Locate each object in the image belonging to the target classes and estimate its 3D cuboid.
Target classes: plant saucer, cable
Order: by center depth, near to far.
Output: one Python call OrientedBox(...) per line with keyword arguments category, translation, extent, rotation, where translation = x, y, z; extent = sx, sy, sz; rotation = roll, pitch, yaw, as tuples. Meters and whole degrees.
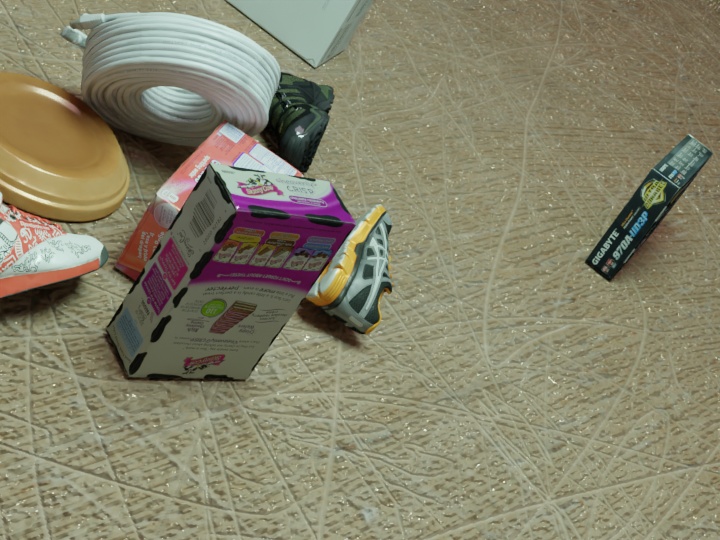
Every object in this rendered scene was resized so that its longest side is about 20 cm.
OrientedBox(category="plant saucer", translation=(-0.311, -0.128, 1.468), extent=(0.199, 0.038, 0.201), rotation=(25, 31, -16))
OrientedBox(category="cable", translation=(-0.184, -0.191, 1.538), extent=(0.200, 0.199, 0.070), rotation=(39, 53, -55))

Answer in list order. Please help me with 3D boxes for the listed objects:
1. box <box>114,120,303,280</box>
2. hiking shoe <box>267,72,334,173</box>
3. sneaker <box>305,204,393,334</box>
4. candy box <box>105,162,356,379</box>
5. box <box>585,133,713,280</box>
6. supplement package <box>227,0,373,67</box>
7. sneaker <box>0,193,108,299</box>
OrientedBox(category="box", translation=(-0.142, -0.051, 1.469), extent=(0.102, 0.095, 0.200), rotation=(33, 29, -3))
OrientedBox(category="hiking shoe", translation=(-0.090, -0.176, 1.747), extent=(0.100, 0.076, 0.200), rotation=(22, 22, -6))
OrientedBox(category="sneaker", translation=(0.000, 0.000, 1.578), extent=(0.077, 0.078, 0.200), rotation=(44, 31, -10))
OrientedBox(category="candy box", translation=(-0.113, 0.006, 1.308), extent=(0.136, 0.200, 0.061), rotation=(6, 40, -43))
OrientedBox(category="box", translation=(0.382, -0.085, 2.002), extent=(0.046, 0.159, 0.200), rotation=(38, 30, 9))
OrientedBox(category="supplement package", translation=(-0.051, -0.398, 1.964), extent=(0.155, 0.200, 0.111), rotation=(38, 29, 5))
OrientedBox(category="sneaker", translation=(-0.294, -0.037, 1.272), extent=(0.201, 0.067, 0.109), rotation=(-21, 102, -53))
